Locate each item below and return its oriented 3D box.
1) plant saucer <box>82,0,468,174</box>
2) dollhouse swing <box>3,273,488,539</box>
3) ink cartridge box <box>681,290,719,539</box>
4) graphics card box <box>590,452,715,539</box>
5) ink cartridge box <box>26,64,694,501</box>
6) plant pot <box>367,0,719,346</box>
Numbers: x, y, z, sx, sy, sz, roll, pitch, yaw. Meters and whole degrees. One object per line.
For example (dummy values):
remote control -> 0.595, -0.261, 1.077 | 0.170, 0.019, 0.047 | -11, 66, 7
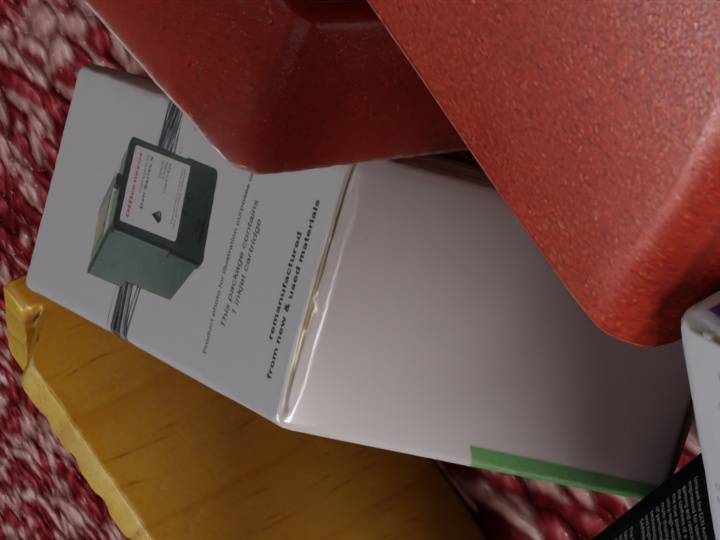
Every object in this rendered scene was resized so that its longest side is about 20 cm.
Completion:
plant saucer -> -0.031, -0.115, 0.845 | 0.200, 0.200, 0.037 | 48, 118, 19
dollhouse swing -> -0.063, 0.109, 1.213 | 0.200, 0.181, 0.176 | 53, 138, 19
ink cartridge box -> 0.160, 0.049, 0.550 | 0.043, 0.196, 0.201 | 36, 148, 49
graphics card box -> 0.096, 0.139, 0.859 | 0.200, 0.051, 0.126 | -45, 44, 44
ink cartridge box -> 0.000, 0.000, 0.918 | 0.200, 0.145, 0.084 | 23, 98, 60
plant pot -> 0.094, -0.141, 0.491 | 0.200, 0.199, 0.176 | 56, 148, 14
